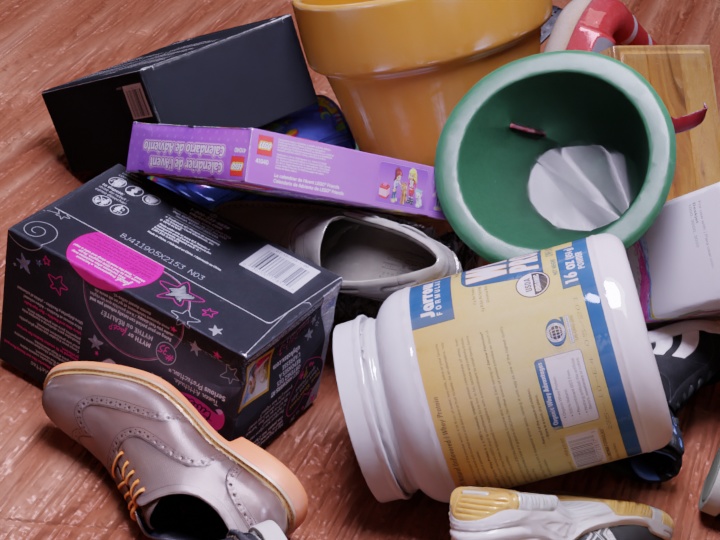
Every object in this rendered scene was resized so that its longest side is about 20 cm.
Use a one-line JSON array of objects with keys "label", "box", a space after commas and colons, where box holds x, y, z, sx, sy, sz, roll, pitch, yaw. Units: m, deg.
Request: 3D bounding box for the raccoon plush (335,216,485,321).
[{"label": "raccoon plush", "box": [0.000, 0.000, 1.307, 0.133, 0.098, 0.200, 14, 3, 26]}]

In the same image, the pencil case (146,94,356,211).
[{"label": "pencil case", "box": [-0.087, -0.070, 1.317, 0.199, 0.079, 0.086, -32, 20, -36]}]

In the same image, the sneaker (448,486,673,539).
[{"label": "sneaker", "box": [0.124, 0.186, 1.062, 0.199, 0.089, 0.075, 9, -7, -42]}]

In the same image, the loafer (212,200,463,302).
[{"label": "loafer", "box": [-0.024, -0.018, 1.185, 0.198, 0.070, 0.071, 10, 71, 18]}]

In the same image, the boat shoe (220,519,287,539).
[{"label": "boat shoe", "box": [-0.044, 0.225, 0.936, 0.060, 0.074, 0.201, -14, 47, -19]}]

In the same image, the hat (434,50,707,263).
[{"label": "hat", "box": [0.169, -0.061, 1.255, 0.198, 0.176, 0.168, -9, 74, 13]}]

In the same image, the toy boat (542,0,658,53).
[{"label": "toy boat", "box": [0.245, -0.159, 1.499, 0.130, 0.132, 0.200, 23, 0, 27]}]

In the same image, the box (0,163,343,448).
[{"label": "box", "box": [-0.133, 0.033, 1.154, 0.199, 0.116, 0.132, 27, 35, 19]}]

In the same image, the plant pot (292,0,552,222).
[{"label": "plant pot", "box": [0.062, -0.145, 1.305, 0.198, 0.185, 0.200, -12, 19, 4]}]

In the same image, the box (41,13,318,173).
[{"label": "box", "box": [-0.148, -0.139, 1.336, 0.140, 0.080, 0.199, -28, 15, -29]}]

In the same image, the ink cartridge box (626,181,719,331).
[{"label": "ink cartridge box", "box": [0.266, -0.009, 1.258, 0.143, 0.200, 0.086, -5, 80, -32]}]

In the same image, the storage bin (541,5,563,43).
[{"label": "storage bin", "box": [0.107, -0.161, 1.496, 0.093, 0.136, 0.200, 23, 35, 16]}]

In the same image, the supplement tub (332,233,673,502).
[{"label": "supplement tub", "box": [0.093, 0.069, 1.095, 0.198, 0.146, 0.145, -16, 33, 8]}]

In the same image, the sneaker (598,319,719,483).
[{"label": "sneaker", "box": [0.222, 0.102, 1.220, 0.198, 0.073, 0.113, -3, 52, -33]}]

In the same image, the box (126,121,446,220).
[{"label": "box", "box": [-0.049, -0.071, 1.199, 0.199, 0.040, 0.136, 8, -1, -44]}]

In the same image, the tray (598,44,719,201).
[{"label": "tray", "box": [0.260, -0.088, 1.408, 0.098, 0.202, 0.037, -4, -8, -23]}]

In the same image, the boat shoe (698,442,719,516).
[{"label": "boat shoe", "box": [0.298, 0.115, 1.215, 0.060, 0.072, 0.202, 23, 42, 9]}]

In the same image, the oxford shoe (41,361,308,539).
[{"label": "oxford shoe", "box": [-0.133, 0.123, 1.064, 0.199, 0.072, 0.073, 25, 41, 19]}]

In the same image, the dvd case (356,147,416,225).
[{"label": "dvd case", "box": [-0.046, -0.070, 1.418, 0.144, 0.022, 0.201, -5, 38, -24]}]
